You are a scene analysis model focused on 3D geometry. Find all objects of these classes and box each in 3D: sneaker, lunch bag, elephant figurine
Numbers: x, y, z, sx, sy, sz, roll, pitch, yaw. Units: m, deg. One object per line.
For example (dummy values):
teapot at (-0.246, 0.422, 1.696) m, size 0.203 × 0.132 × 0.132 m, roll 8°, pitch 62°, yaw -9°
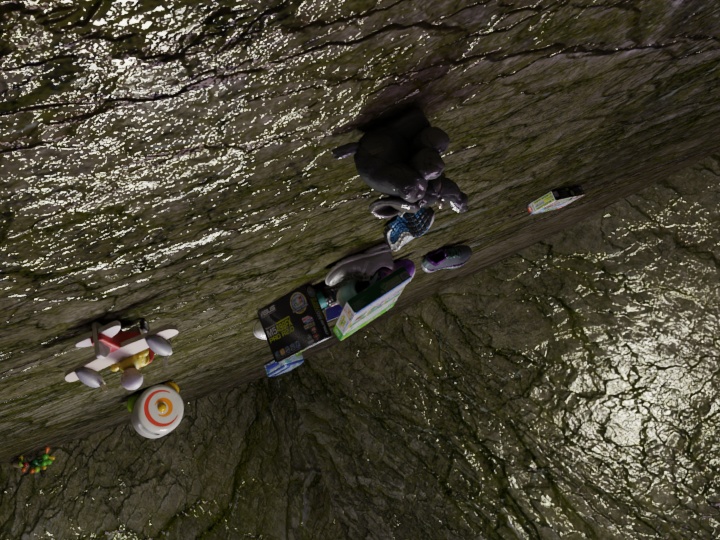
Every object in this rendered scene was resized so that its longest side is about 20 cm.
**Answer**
sneaker at (0.000, 0.000, 1.745) m, size 0.197 × 0.083 × 0.075 m, roll -25°, pitch 170°, yaw 3°
sneaker at (0.079, 0.021, 2.089) m, size 0.197 × 0.082 × 0.088 m, roll -23°, pitch 163°, yaw 7°
sneaker at (0.124, -0.113, 1.509) m, size 0.086 × 0.076 × 0.200 m, roll -30°, pitch 180°, yaw -26°
lunch bag at (-0.405, 0.492, 3.497) m, size 0.159 × 0.084 × 0.199 m, roll -8°, pitch 162°, yaw -48°
sneaker at (0.305, -0.047, 2.263) m, size 0.196 × 0.076 × 0.088 m, roll -19°, pitch 165°, yaw -19°
sneaker at (0.014, 0.033, 1.829) m, size 0.081 × 0.075 × 0.201 m, roll -22°, pitch -159°, yaw 40°
sneaker at (-0.094, 0.078, 1.924) m, size 0.119 × 0.085 × 0.199 m, roll -24°, pitch -176°, yaw -28°
sneaker at (-0.231, 0.158, 2.056) m, size 0.197 × 0.074 × 0.114 m, roll -12°, pitch 171°, yaw -26°
elephant figurine at (0.069, -0.134, 0.990) m, size 0.141 × 0.155 × 0.200 m, roll -44°, pitch 163°, yaw -7°

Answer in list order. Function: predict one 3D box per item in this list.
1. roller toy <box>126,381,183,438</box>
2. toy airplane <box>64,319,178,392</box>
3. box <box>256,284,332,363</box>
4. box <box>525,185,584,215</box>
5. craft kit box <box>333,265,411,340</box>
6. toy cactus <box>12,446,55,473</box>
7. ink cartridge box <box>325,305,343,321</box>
roller toy at (-0.772, 0.536, 2.531) m, size 0.197 × 0.186 × 0.139 m, roll -14°, pitch 167°, yaw -39°
toy airplane at (-0.487, 0.175, 1.360) m, size 0.197 × 0.144 × 0.199 m, roll -14°, pitch 167°, yaw -41°
box at (-0.191, 0.154, 1.898) m, size 0.198 × 0.163 × 0.044 m, roll -27°, pitch 171°, yaw 30°
box at (0.635, -0.229, 2.160) m, size 0.198 × 0.035 × 0.109 m, roll -15°, pitch 167°, yaw -44°
craft kit box at (0.030, 0.091, 1.800) m, size 0.198 × 0.049 × 0.199 m, roll -31°, pitch 161°, yaw -26°
toy cactus at (-1.461, 0.843, 2.930) m, size 0.161 × 0.105 × 0.200 m, roll -5°, pitch 177°, yaw 13°
ink cartridge box at (-0.009, 0.102, 2.008) m, size 0.196 × 0.044 × 0.198 m, roll -24°, pitch 176°, yaw 42°
